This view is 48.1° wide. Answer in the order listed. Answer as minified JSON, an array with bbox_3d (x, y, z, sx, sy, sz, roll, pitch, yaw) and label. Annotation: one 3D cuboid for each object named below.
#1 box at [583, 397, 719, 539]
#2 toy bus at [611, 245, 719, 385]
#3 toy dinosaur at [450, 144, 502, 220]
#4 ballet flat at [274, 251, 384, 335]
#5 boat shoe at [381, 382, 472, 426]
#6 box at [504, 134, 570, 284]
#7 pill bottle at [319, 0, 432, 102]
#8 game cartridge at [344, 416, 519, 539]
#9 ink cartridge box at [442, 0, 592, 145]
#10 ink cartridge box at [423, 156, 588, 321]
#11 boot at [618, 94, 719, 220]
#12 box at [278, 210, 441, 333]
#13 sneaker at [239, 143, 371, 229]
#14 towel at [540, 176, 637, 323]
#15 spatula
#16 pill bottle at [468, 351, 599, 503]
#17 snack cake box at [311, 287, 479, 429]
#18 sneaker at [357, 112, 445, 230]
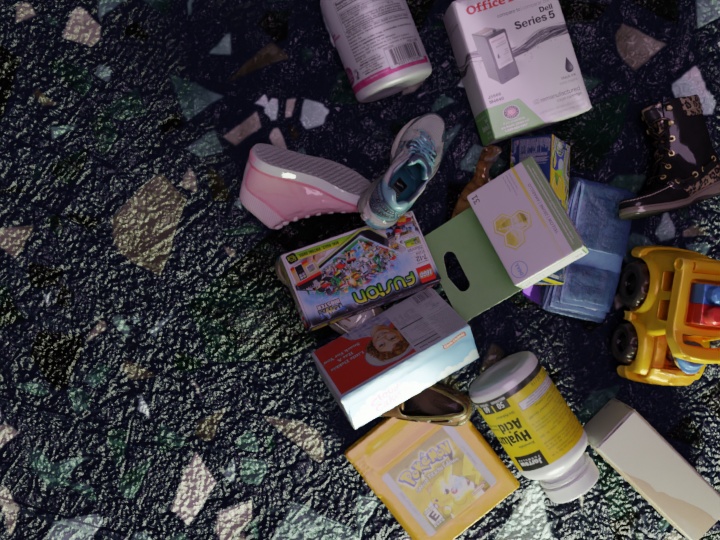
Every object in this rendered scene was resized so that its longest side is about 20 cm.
[{"bbox_3d":[0.422,0.285,1.167,0.200,0.095,0.078,44,91,-2],"label":"box"},{"bbox_3d":[0.453,0.072,1.104,0.136,0.192,0.200,7,94,-12],"label":"toy bus"},{"bbox_3d":[0.157,-0.085,1.166,0.106,0.060,0.200,35,102,11],"label":"toy dinosaur"},{"bbox_3d":[-0.040,0.045,1.150,0.200,0.062,0.067,33,92,-4],"label":"ballet flat"},{"bbox_3d":[0.059,0.175,1.139,0.200,0.068,0.072,5,79,11],"label":"boat shoe"},{"bbox_3d":[0.248,-0.083,1.125,0.064,0.070,0.200,0,83,35],"label":"box"},{"bbox_3d":[0.012,-0.344,1.109,0.113,0.113,0.200,-22,93,-1],"label":"pill bottle"},{"bbox_3d":[0.105,0.290,1.183,0.176,0.032,0.200,-39,94,0],"label":"game cartridge"},{"bbox_3d":[0.217,-0.295,1.134,0.145,0.084,0.200,-19,93,-1],"label":"ink cartridge box"},{"bbox_3d":[0.182,-0.038,1.085,0.200,0.048,0.146,-32,70,18],"label":"ink cartridge box"},{"bbox_3d":[0.430,-0.160,1.141,0.200,0.073,0.151,-17,91,-21],"label":"boot"},{"bbox_3d":[0.000,0.000,1.116,0.200,0.035,0.110,-20,79,-16],"label":"box"},{"bbox_3d":[-0.077,-0.103,1.143,0.200,0.075,0.105,15,124,-21],"label":"sneaker"},{"bbox_3d":[0.331,-0.029,1.163,0.112,0.049,0.200,13,91,-14],"label":"towel"},{"bbox_3d":[0.217,-0.005,1.169,0.200,0.021,0.057,27,91,-19],"label":"spatula"},{"bbox_3d":[0.251,0.224,1.147,0.111,0.111,0.200,-35,93,-1],"label":"pill bottle"},{"bbox_3d":[0.047,0.117,1.110,0.200,0.115,0.067,-29,127,-9],"label":"snack cake box"},{"bbox_3d":[0.077,-0.143,1.110,0.078,0.086,0.200,35,65,-14],"label":"sneaker"}]
